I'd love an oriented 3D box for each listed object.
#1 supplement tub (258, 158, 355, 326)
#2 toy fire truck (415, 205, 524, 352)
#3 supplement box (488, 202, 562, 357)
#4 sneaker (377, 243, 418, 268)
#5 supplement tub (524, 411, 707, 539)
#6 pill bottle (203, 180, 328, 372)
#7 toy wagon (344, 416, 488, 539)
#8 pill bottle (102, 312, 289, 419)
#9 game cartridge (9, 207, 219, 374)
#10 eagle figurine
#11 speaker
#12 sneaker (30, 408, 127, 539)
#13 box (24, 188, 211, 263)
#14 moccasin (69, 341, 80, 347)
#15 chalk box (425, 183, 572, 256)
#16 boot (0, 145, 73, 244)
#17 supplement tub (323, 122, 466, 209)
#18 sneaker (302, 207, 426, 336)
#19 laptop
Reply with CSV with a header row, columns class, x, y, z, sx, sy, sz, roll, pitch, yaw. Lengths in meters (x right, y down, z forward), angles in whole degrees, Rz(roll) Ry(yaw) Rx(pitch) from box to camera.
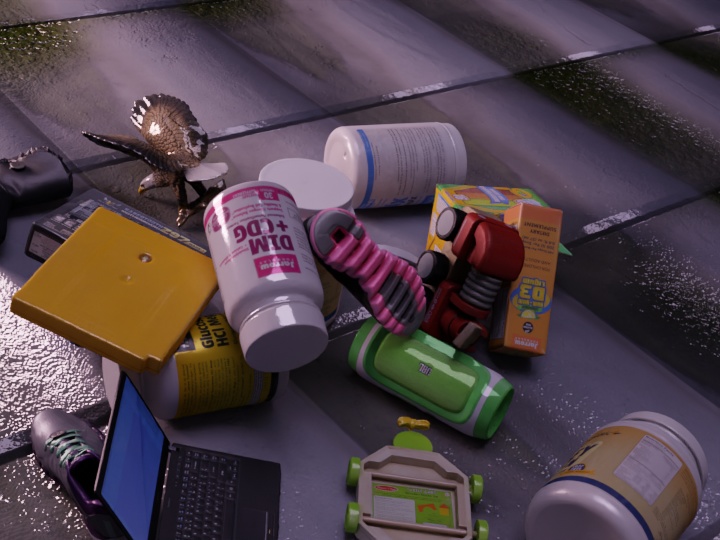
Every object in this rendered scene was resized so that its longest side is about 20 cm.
class,x,y,z,sx,sy,sz,roll,pitch,yaw
supplement tub,-0.085,-0.030,1.423,0.144,0.201,0.145,8,34,-6
toy fire truck,0.144,0.026,1.398,0.128,0.177,0.200,16,17,-31
supplement box,0.223,0.014,1.468,0.066,0.201,0.069,10,-7,-13
sneaker,-0.008,-0.025,1.553,0.199,0.073,0.071,10,38,-3
supplement tub,0.285,0.254,1.188,0.144,0.145,0.200,31,38,25
pill bottle,-0.106,0.007,1.233,0.113,0.114,0.201,-4,54,-22
toy wagon,0.061,0.247,1.221,0.154,0.040,0.200,9,34,-5
pill bottle,-0.192,0.111,1.266,0.199,0.113,0.113,-8,39,-27
game cartridge,-0.267,0.021,1.226,0.176,0.033,0.200,25,38,3
eagle figurine,-0.293,-0.167,1.601,0.151,0.200,0.152,-35,6,-1
speaker,0.087,0.131,1.351,0.199,0.089,0.088,27,37,20
sneaker,-0.288,0.195,1.129,0.074,0.088,0.200,-32,52,-24
box,-0.291,-0.021,1.356,0.199,0.051,0.158,27,25,4
moccasin,-0.298,0.033,1.375,0.068,0.081,0.200,21,36,5
chalk box,0.211,-0.047,1.588,0.199,0.124,0.124,1,22,-15
boot,-0.479,-0.107,1.516,0.168,0.077,0.200,-17,38,-30
supplement tub,0.054,-0.167,1.723,0.199,0.132,0.132,-5,38,-24
sneaker,0.000,0.000,1.320,0.079,0.200,0.095,-48,22,-17
laptop,-0.169,0.214,1.119,0.199,0.104,0.178,13,34,-11
